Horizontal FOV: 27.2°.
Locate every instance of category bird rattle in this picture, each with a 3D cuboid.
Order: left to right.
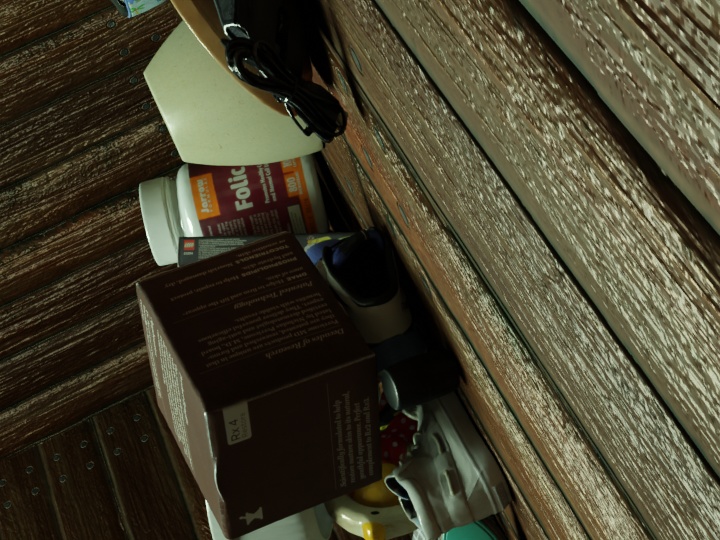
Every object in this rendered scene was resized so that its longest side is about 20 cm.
[{"bbox_3d":[0.035,0.207,1.526,0.200,0.162,0.114,43,143,39],"label":"bird rattle"}]

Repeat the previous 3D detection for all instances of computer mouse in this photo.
[{"bbox_3d":[-0.071,-0.204,1.187,0.138,0.053,0.201,32,-153,-48],"label":"computer mouse"}]

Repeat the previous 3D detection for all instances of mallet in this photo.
[{"bbox_3d":[0.046,0.116,1.369,0.200,0.065,0.042,106,144,-73],"label":"mallet"}]

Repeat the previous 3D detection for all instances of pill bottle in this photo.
[{"bbox_3d":[-0.142,-0.075,1.675,0.114,0.197,0.116,167,90,-89],"label":"pill bottle"}]

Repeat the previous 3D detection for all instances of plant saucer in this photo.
[{"bbox_3d":[-0.104,-0.222,1.279,0.201,0.032,0.201,48,-163,-20],"label":"plant saucer"}]

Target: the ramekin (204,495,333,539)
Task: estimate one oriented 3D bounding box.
[{"bbox_3d":[-0.091,0.205,1.546,0.200,0.103,0.203,-5,-90,-83],"label":"ramekin"}]

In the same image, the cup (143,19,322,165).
[{"bbox_3d":[-0.143,-0.190,1.565,0.202,0.142,0.200,64,175,9],"label":"cup"}]

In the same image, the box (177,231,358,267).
[{"bbox_3d":[-0.093,-0.007,1.616,0.110,0.197,0.035,80,-171,-73],"label":"box"}]

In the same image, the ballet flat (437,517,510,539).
[{"bbox_3d":[0.134,0.300,1.411,0.201,0.073,0.073,58,176,-10],"label":"ballet flat"}]

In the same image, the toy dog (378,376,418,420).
[{"bbox_3d":[0.009,0.080,1.547,0.200,0.130,0.098,-144,61,-66],"label":"toy dog"}]

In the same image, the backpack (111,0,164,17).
[{"bbox_3d":[-0.223,-0.373,1.492,0.183,0.145,0.202,95,153,-78],"label":"backpack"}]

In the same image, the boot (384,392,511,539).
[{"bbox_3d":[0.062,0.170,1.392,0.200,0.095,0.074,-123,9,-59],"label":"boot"}]

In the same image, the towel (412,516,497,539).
[{"bbox_3d":[0.109,0.306,1.622,0.201,0.085,0.167,-120,8,-48],"label":"towel"}]

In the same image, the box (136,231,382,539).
[{"bbox_3d":[-0.094,0.103,1.388,0.200,0.162,0.167,-127,25,-45],"label":"box"}]

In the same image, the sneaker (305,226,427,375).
[{"bbox_3d":[0.000,0.000,1.411,0.200,0.080,0.116,-128,20,-55],"label":"sneaker"}]

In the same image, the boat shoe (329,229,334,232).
[{"bbox_3d":[-0.014,0.047,1.756,0.066,0.074,0.202,19,124,63],"label":"boat shoe"}]
